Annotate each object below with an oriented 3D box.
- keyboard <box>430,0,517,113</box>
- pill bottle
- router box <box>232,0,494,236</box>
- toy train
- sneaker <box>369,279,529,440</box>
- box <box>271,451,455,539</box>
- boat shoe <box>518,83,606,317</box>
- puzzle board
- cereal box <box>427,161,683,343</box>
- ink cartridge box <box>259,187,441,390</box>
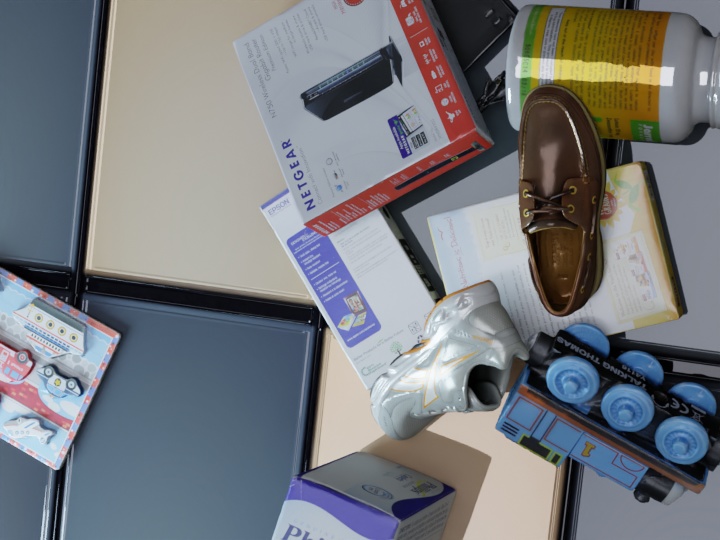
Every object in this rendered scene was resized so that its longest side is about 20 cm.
[{"bbox_3d":[0.067,-0.167,1.650,0.200,0.021,0.127,-44,69,15],"label":"keyboard"},{"bbox_3d":[0.232,-0.167,1.558,0.200,0.111,0.111,6,94,16],"label":"pill bottle"},{"bbox_3d":[0.000,-0.159,1.630,0.179,0.049,0.200,-28,67,15],"label":"router box"},{"bbox_3d":[0.220,0.129,1.582,0.200,0.087,0.114,29,123,1],"label":"toy train"},{"bbox_3d":[0.077,0.102,1.595,0.092,0.076,0.200,57,139,24],"label":"sneaker"},{"bbox_3d":[-0.015,0.277,1.614,0.105,0.184,0.200,22,98,16],"label":"box"},{"bbox_3d":[0.168,-0.055,1.534,0.072,0.068,0.200,-1,111,18],"label":"boat shoe"},{"bbox_3d":[-0.349,0.084,1.788,0.200,0.017,0.151,28,100,13],"label":"puzzle board"},{"bbox_3d":[0.172,-0.004,1.620,0.200,0.040,0.144,-13,91,17],"label":"cereal box"},{"bbox_3d":[0.000,0.000,1.672,0.099,0.039,0.200,-31,85,15],"label":"ink cartridge box"}]
